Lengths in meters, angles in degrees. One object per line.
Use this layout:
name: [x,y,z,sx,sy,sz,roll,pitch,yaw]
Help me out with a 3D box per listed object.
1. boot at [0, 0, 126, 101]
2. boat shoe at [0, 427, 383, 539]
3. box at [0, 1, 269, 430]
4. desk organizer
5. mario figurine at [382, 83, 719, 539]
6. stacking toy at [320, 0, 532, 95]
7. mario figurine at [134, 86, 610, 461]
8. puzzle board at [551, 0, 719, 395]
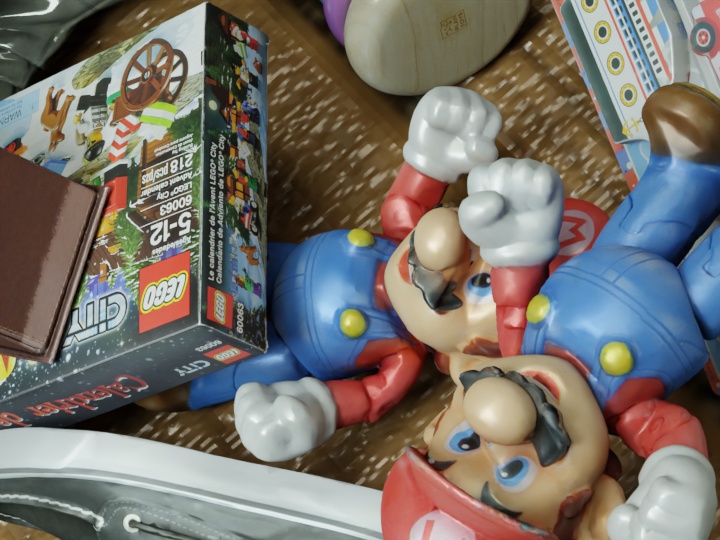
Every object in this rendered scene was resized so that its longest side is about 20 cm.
boot: [-0.133,-0.105,1.104,0.200,0.068,0.131,14,76,31]
boat shoe: [-0.064,0.103,0.977,0.200,0.069,0.057,8,69,19]
box: [-0.121,-0.008,1.017,0.200,0.038,0.137,-21,57,36]
desk organizer: [-0.198,-0.019,1.012,0.200,0.077,0.072,8,77,46]
mario figurine: [0.079,0.025,0.866,0.200,0.106,0.123,-52,23,-13]
stacking toy: [-0.010,-0.167,1.079,0.085,0.085,0.200,-35,57,0]
mario figurine: [0.000,0.000,0.978,0.200,0.106,0.124,-8,98,23]
puzzle board: [0.145,-0.073,0.948,0.151,0.017,0.200,-35,68,42]
